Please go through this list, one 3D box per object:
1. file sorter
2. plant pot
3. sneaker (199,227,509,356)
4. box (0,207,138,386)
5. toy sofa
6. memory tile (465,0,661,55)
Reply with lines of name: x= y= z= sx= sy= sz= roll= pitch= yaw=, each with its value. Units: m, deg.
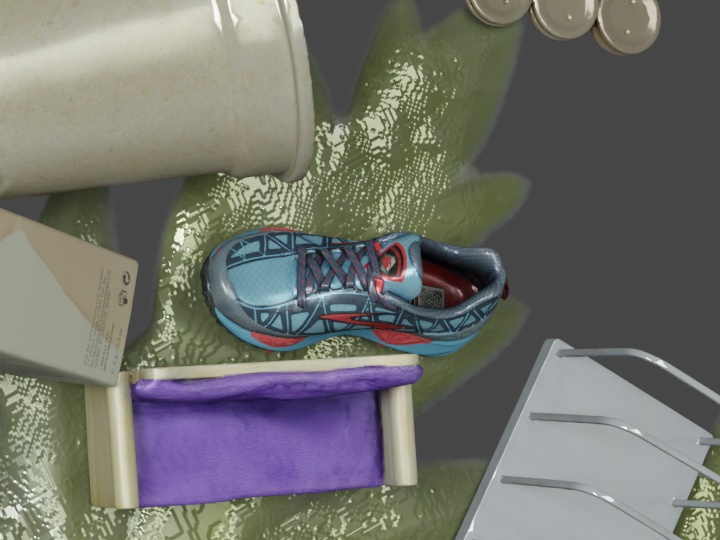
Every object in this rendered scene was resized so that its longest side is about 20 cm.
file sorter: x=0.161 y=0.162 z=1.704 sx=0.138 sy=0.124 sz=0.201 roll=31 pitch=74 yaw=-21
plant pot: x=-0.145 y=-0.125 z=1.540 sx=0.183 sy=0.200 sz=0.201 roll=-16 pitch=94 yaw=-15
sneaker: x=0.000 y=0.000 z=1.645 sx=0.199 sy=0.095 sz=0.080 roll=3 pitch=68 yaw=-28
box: x=-0.218 y=0.008 z=1.494 sx=0.200 sy=0.095 sz=0.078 roll=25 pitch=73 yaw=-61
toy sofa: x=-0.061 y=0.097 z=1.616 sx=0.199 sy=0.097 sz=0.083 roll=-2 pitch=88 yaw=-26
memory tile: x=0.141 y=-0.250 z=1.774 sx=0.153 sy=0.017 sz=0.201 roll=9 pitch=83 yaw=-25
